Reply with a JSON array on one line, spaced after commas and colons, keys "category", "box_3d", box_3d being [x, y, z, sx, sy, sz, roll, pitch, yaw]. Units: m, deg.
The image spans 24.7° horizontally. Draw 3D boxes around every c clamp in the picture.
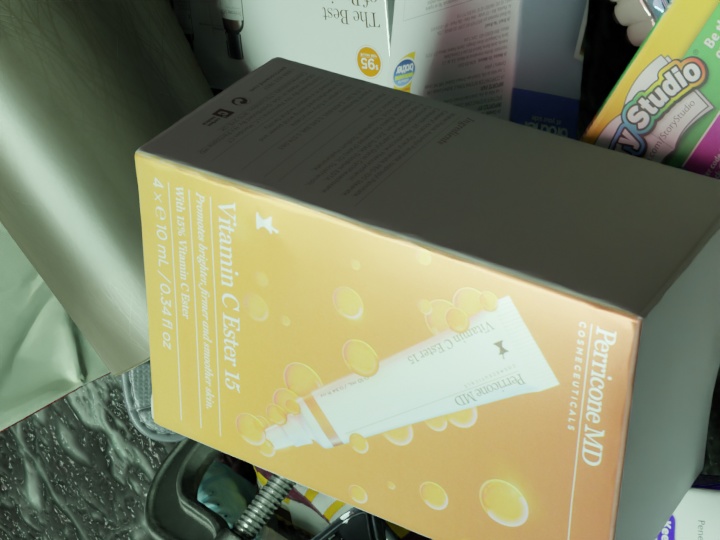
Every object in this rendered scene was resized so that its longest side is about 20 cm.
[{"category": "c clamp", "box_3d": [-0.044, 0.099, 0.891, 0.027, 0.201, 0.170, 45, 160, -29]}]

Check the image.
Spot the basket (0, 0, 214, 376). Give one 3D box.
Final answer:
[{"category": "basket", "box_3d": [-0.130, -0.060, 0.851, 0.135, 0.180, 0.201, -28, 96, 25]}]

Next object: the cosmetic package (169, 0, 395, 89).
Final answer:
[{"category": "cosmetic package", "box_3d": [-0.041, -0.135, 0.867, 0.199, 0.050, 0.083, 15, 121, 43]}]

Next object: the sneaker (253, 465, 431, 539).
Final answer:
[{"category": "sneaker", "box_3d": [0.004, 0.111, 0.926, 0.199, 0.075, 0.091, 14, 125, 42]}]

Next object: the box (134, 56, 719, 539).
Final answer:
[{"category": "box", "box_3d": [0.026, 0.016, 0.607, 0.198, 0.097, 0.126, 18, 126, 26]}]

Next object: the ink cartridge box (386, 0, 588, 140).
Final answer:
[{"category": "ink cartridge box", "box_3d": [0.053, -0.111, 0.703, 0.119, 0.042, 0.202, -1, 80, 65]}]

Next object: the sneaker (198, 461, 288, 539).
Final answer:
[{"category": "sneaker", "box_3d": [-0.094, 0.161, 0.978, 0.082, 0.074, 0.200, 33, 180, -9]}]

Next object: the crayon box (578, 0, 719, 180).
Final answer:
[{"category": "crayon box", "box_3d": [0.169, -0.075, 0.595, 0.118, 0.058, 0.201, 36, 113, 10]}]

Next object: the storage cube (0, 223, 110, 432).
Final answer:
[{"category": "storage cube", "box_3d": [-0.247, -0.012, 1.061, 0.179, 0.170, 0.202, 8, 115, 43]}]

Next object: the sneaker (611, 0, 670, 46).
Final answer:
[{"category": "sneaker", "box_3d": [0.165, -0.075, 0.656, 0.090, 0.078, 0.202, -20, 96, 45]}]

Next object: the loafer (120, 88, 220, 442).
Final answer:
[{"category": "loafer", "box_3d": [-0.099, -0.003, 0.952, 0.063, 0.071, 0.202, 175, 100, -84]}]

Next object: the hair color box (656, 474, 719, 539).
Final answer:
[{"category": "hair color box", "box_3d": [0.130, 0.137, 0.653, 0.199, 0.064, 0.111, -1, 87, 46]}]

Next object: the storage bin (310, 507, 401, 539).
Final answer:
[{"category": "storage bin", "box_3d": [-0.040, 0.225, 0.819, 0.094, 0.200, 0.135, 50, -177, -9]}]
